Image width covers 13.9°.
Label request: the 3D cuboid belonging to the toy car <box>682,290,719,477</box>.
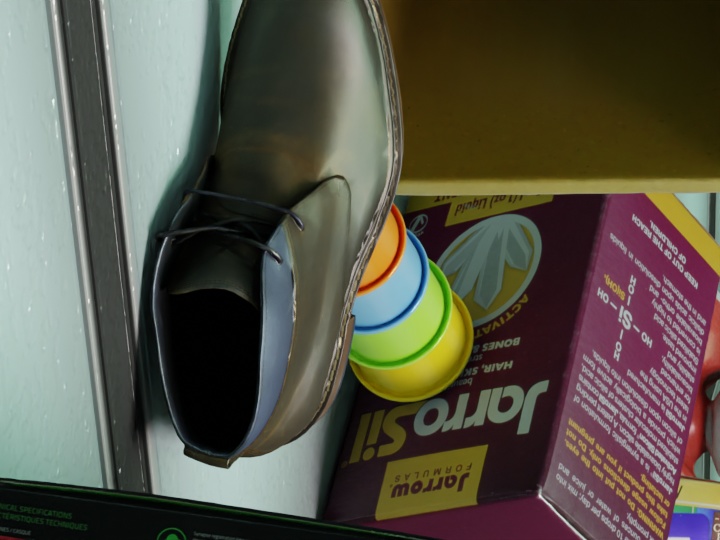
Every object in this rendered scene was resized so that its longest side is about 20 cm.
[{"bbox_3d":[0.260,0.088,2.020,0.184,0.199,0.177,41,57,-73],"label":"toy car"}]

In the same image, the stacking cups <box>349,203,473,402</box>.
[{"bbox_3d":[0.000,0.000,1.253,0.200,0.060,0.061,54,44,-67],"label":"stacking cups"}]

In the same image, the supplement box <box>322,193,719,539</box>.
[{"bbox_3d":[0.078,0.055,1.385,0.103,0.131,0.200,44,47,-37],"label":"supplement box"}]

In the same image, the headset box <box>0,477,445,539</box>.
[{"bbox_3d":[-0.027,0.140,0.967,0.200,0.174,0.093,49,49,-70],"label":"headset box"}]

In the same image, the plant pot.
[{"bbox_3d":[0.077,-0.169,1.241,0.194,0.195,0.200,79,13,-49],"label":"plant pot"}]

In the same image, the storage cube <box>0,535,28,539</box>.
[{"bbox_3d":[-0.097,0.180,0.703,0.171,0.179,0.200,-69,161,-44],"label":"storage cube"}]

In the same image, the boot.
[{"bbox_3d":[-0.030,-0.023,1.088,0.097,0.074,0.201,-44,140,-73],"label":"boot"}]

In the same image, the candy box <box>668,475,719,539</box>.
[{"bbox_3d":[0.102,0.196,1.499,0.077,0.169,0.201,171,-74,-75],"label":"candy box"}]
